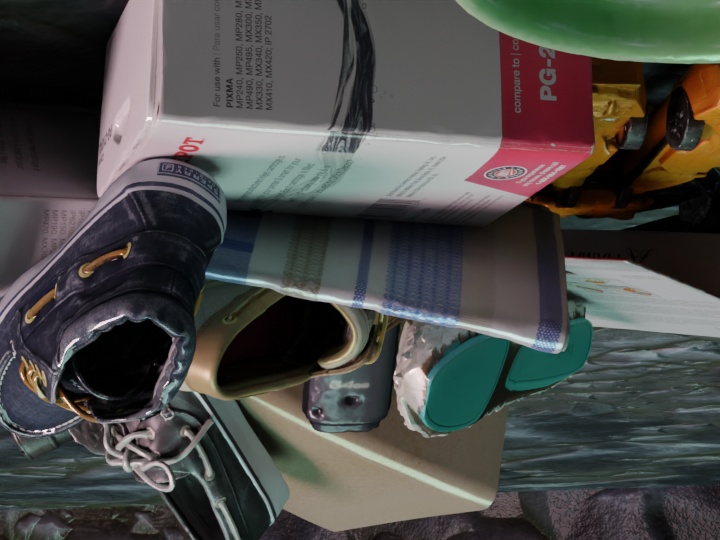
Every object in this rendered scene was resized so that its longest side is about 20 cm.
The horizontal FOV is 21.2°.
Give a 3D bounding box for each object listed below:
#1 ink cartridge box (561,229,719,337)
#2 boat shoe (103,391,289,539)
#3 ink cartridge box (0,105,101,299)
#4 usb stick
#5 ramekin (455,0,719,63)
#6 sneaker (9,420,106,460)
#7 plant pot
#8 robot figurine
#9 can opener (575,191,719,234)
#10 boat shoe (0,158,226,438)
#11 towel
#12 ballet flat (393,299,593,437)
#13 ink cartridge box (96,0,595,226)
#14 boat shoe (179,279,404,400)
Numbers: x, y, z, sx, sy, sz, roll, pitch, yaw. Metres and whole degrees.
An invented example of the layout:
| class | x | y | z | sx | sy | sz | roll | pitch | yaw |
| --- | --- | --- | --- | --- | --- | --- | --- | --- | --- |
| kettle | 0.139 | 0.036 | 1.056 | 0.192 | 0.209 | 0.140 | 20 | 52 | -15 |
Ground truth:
| class | x | y | z | sx | sy | sz | roll | pitch | yaw |
| --- | --- | --- | --- | --- | --- | --- | --- | --- | --- |
| ink cartridge box | 0.143 | -0.003 | 1.093 | 0.173 | 0.044 | 0.199 | 22 | 169 | -37 |
| boat shoe | -0.114 | 0.095 | 1.114 | 0.073 | 0.068 | 0.200 | 10 | 142 | 38 |
| ink cartridge box | -0.205 | -0.027 | 0.979 | 0.198 | 0.086 | 0.148 | 4 | -159 | -14 |
| usb stick | 0.000 | 0.000 | 1.062 | 0.055 | 0.202 | 0.033 | -5 | -150 | -19 |
| ramekin | 0.121 | -0.140 | 0.585 | 0.198 | 0.099 | 0.200 | -1 | 168 | 0 |
| sneaker | -0.195 | 0.044 | 1.260 | 0.103 | 0.201 | 0.060 | -22 | 176 | -1 |
| plant pot | -0.028 | 0.040 | 1.218 | 0.176 | 0.202 | 0.199 | 19 | 160 | -29 |
| robot figurine | 0.134 | -0.073 | 0.985 | 0.144 | 0.059 | 0.200 | 2 | 167 | -10 |
| can opener | 0.187 | -0.034 | 1.149 | 0.078 | 0.064 | 0.200 | 6 | 166 | -30 |
| boat shoe | -0.127 | 0.039 | 0.865 | 0.070 | 0.091 | 0.200 | 25 | 136 | -17 |
| towel | 0.007 | -0.012 | 0.952 | 0.198 | 0.024 | 0.147 | 11 | -154 | -3 |
| ballet flat | 0.059 | 0.046 | 1.061 | 0.071 | 0.073 | 0.199 | -8 | 179 | 32 |
| ink cartridge box | -0.012 | -0.080 | 0.883 | 0.198 | 0.085 | 0.145 | 3 | 167 | -16 |
| boat shoe | -0.021 | 0.024 | 0.978 | 0.199 | 0.075 | 0.066 | -21 | -146 | -38 |
